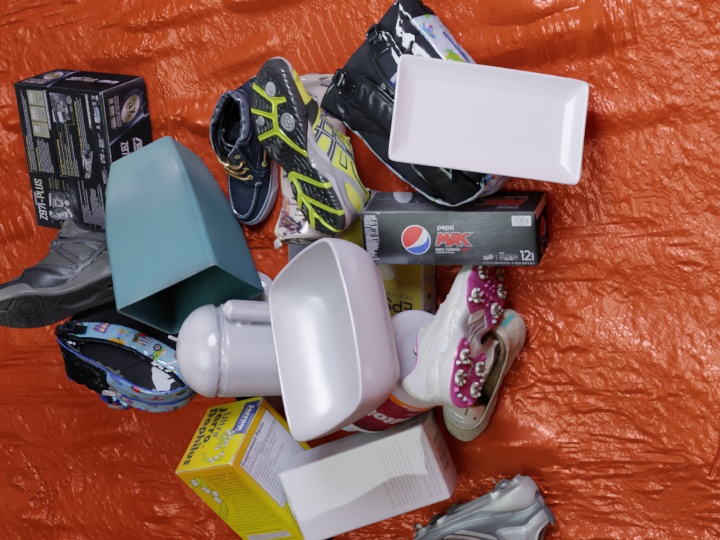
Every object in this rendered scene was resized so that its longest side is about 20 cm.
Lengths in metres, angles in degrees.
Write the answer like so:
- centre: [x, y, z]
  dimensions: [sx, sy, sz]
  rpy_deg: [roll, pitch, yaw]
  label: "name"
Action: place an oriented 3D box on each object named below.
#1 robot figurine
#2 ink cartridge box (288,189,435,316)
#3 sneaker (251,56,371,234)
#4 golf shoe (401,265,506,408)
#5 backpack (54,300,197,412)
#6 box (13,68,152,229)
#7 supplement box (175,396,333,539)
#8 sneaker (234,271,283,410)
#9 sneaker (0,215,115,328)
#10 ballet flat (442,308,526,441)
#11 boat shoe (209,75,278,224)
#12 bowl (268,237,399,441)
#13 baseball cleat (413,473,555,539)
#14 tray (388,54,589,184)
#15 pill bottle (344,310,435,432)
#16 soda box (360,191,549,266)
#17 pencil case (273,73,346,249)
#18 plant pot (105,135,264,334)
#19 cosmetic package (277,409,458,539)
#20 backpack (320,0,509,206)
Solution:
- centre: [-0.140, 0.098, 1.679]
  dimensions: [0.114, 0.197, 0.171]
  rpy_deg: [-104, 19, -44]
  label: "robot figurine"
- centre: [0.000, 0.000, 1.643]
  dimensions: [0.196, 0.047, 0.203]
  rpy_deg: [12, 114, 30]
  label: "ink cartridge box"
- centre: [-0.055, -0.141, 1.506]
  dimensions: [0.075, 0.076, 0.202]
  rpy_deg: [-13, 105, 44]
  label: "sneaker"
- centre: [0.101, 0.059, 1.504]
  dimensions: [0.091, 0.202, 0.075]
  rpy_deg: [-8, 138, 37]
  label: "golf shoe"
- centre: [-0.275, 0.104, 1.804]
  dimensions: [0.198, 0.183, 0.135]
  rpy_deg: [25, 142, 18]
  label: "backpack"
- centre: [-0.360, -0.156, 1.812]
  dimensions: [0.162, 0.086, 0.203]
  rpy_deg: [9, 115, 32]
  label: "box"
- centre: [-0.122, 0.273, 1.758]
  dimensions: [0.109, 0.109, 0.200]
  rpy_deg: [-15, 126, 39]
  label: "supplement box"
- centre: [-0.138, 0.105, 1.763]
  dimensions: [0.072, 0.084, 0.203]
  rpy_deg: [11, 114, 34]
  label: "sneaker"
- centre: [-0.394, 0.002, 1.754]
  dimensions: [0.077, 0.197, 0.115]
  rpy_deg: [81, 165, -50]
  label: "sneaker"
- centre: [0.132, 0.128, 1.587]
  dimensions: [0.067, 0.062, 0.202]
  rpy_deg: [31, 125, 18]
  label: "ballet flat"
- centre: [-0.147, -0.139, 1.660]
  dimensions: [0.070, 0.091, 0.202]
  rpy_deg: [25, 122, 25]
  label: "boat shoe"
- centre: [-0.024, 0.076, 1.511]
  dimensions: [0.200, 0.074, 0.202]
  rpy_deg: [-38, 59, 58]
  label: "bowl"
- centre: [0.149, 0.322, 1.654]
  dimensions: [0.199, 0.070, 0.107]
  rpy_deg: [-35, 87, 41]
  label: "baseball cleat"
- centre: [0.129, -0.150, 1.377]
  dimensions: [0.197, 0.022, 0.109]
  rpy_deg: [7, 84, -6]
  label: "tray"
- centre: [0.029, 0.127, 1.613]
  dimensions: [0.114, 0.112, 0.200]
  rpy_deg: [57, 148, 2]
  label: "pill bottle"
- centre: [0.103, -0.047, 1.498]
  dimensions: [0.197, 0.071, 0.064]
  rpy_deg: [1, 113, 18]
  label: "soda box"
- centre: [-0.061, -0.125, 1.574]
  dimensions: [0.088, 0.078, 0.203]
  rpy_deg: [1, 91, -5]
  label: "pencil case"
- centre: [-0.233, -0.051, 1.699]
  dimensions: [0.140, 0.141, 0.202]
  rpy_deg: [-24, 68, 14]
  label: "plant pot"
- centre: [0.010, 0.252, 1.676]
  dimensions: [0.198, 0.074, 0.103]
  rpy_deg: [-19, 97, 16]
  label: "cosmetic package"
- centre: [0.083, -0.164, 1.458]
  dimensions: [0.200, 0.153, 0.164]
  rpy_deg: [50, 116, 24]
  label: "backpack"
